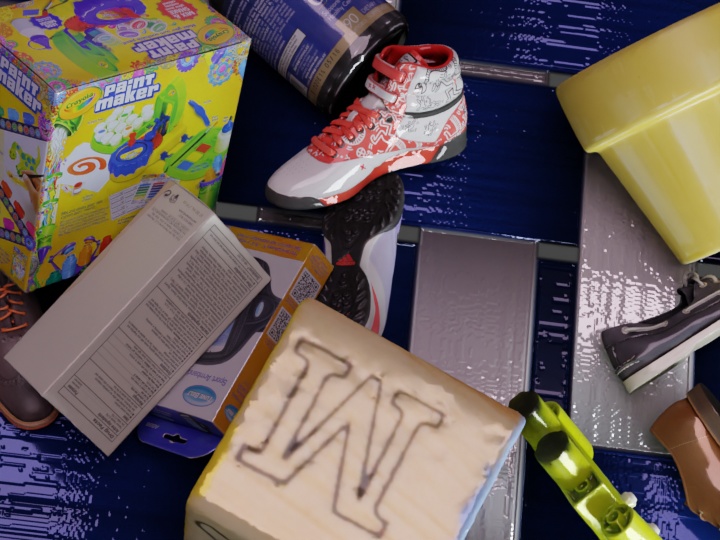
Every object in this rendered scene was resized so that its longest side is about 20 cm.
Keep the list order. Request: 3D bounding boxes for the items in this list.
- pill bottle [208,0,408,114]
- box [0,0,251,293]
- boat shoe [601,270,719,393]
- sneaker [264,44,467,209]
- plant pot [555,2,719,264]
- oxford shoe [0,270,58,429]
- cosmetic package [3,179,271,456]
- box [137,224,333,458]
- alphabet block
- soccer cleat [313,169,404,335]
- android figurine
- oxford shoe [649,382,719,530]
[{"bbox_3d":[-0.063,-0.240,1.817,0.200,0.112,0.112,42,71,9],"label":"pill bottle"},{"bbox_3d":[-0.214,-0.116,1.665,0.199,0.194,0.122,-20,48,-41],"label":"box"},{"bbox_3d":[0.297,0.028,1.778,0.199,0.073,0.063,-34,79,-11],"label":"boat shoe"},{"bbox_3d":[0.002,-0.131,1.771,0.200,0.109,0.067,-21,38,-23],"label":"sneaker"},{"bbox_3d":[0.296,-0.117,1.775,0.200,0.201,0.190,-25,89,-14],"label":"plant pot"},{"bbox_3d":[-0.299,0.035,1.713,0.071,0.073,0.201,-18,73,-12],"label":"oxford shoe"},{"bbox_3d":[-0.179,0.038,1.666,0.200,0.104,0.073,-46,45,-8],"label":"cosmetic package"},{"bbox_3d":[-0.119,0.058,1.710,0.118,0.042,0.201,12,62,39],"label":"box"},{"bbox_3d":[-0.011,0.173,1.631,0.199,0.196,0.197,29,68,4],"label":"alphabet block"},{"bbox_3d":[0.000,0.000,1.769,0.068,0.073,0.201,0,51,14],"label":"soccer cleat"},{"bbox_3d":[0.193,0.182,1.659,0.041,0.182,0.200,-40,122,4],"label":"android figurine"},{"bbox_3d":[0.317,0.197,1.732,0.071,0.071,0.201,-36,76,12],"label":"oxford shoe"}]
